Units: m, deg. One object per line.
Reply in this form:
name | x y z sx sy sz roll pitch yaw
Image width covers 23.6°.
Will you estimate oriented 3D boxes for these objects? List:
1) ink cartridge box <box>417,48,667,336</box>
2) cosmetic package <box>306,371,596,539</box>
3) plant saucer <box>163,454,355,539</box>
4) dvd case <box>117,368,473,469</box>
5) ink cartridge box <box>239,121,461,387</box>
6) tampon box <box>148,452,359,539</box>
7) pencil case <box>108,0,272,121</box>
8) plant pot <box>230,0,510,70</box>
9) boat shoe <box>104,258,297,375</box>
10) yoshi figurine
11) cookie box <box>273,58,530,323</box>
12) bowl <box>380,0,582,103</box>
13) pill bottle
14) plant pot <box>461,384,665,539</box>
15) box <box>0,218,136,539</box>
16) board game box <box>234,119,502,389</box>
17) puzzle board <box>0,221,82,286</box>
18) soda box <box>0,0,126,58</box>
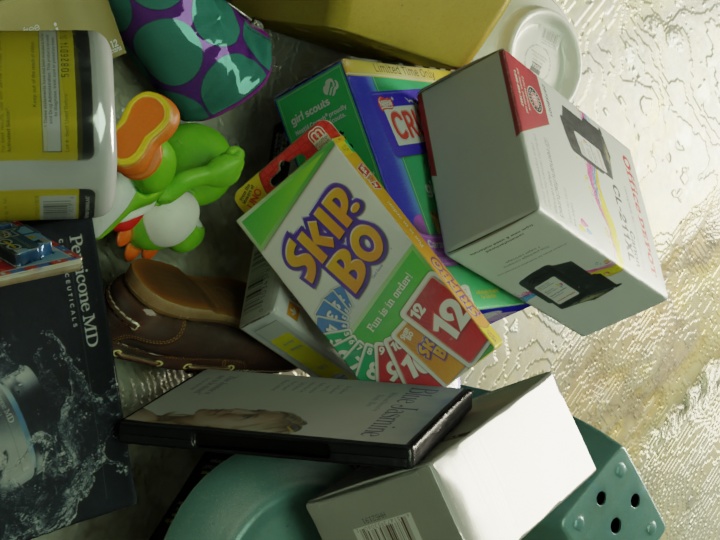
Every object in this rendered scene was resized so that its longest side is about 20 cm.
ink cartridge box | 0.140 -0.055 1.305 0.200 0.083 0.146 28 44 -48
cosmetic package | 0.066 0.145 1.161 0.200 0.107 0.090 -32 97 -59
plant saucer | -0.043 0.214 1.141 0.200 0.036 0.200 2 87 -37
dvd case | -0.040 0.095 1.137 0.143 0.200 0.018 -30 122 -69
ink cartridge box | 0.001 0.007 1.322 0.200 0.047 0.198 39 41 -35
tampon box | -0.050 0.196 1.255 0.126 0.150 0.200 46 63 -29
pencil case | -0.145 -0.205 1.211 0.092 0.085 0.200 -43 118 -15
plant pot | 0.011 -0.252 1.284 0.200 0.200 0.176 11 93 -40
boat shoe | -0.113 0.044 1.259 0.200 0.070 0.070 19 116 -45
yoshi figurine | -0.140 -0.080 1.177 0.200 0.112 0.112 62 4 -69
cookie box | 0.037 -0.052 1.300 0.171 0.075 0.200 -5 72 -57
bowl | 0.121 -0.170 1.433 0.201 0.094 0.201 -2 92 -41
pill bottle | -0.244 -0.083 1.003 0.200 0.112 0.112 -2 92 -11
plant pot | 0.128 0.191 1.374 0.141 0.200 0.141 -45 118 -30
box | -0.266 0.075 1.092 0.200 0.117 0.197 -14 100 -41
board game box | 0.000 0.000 1.195 0.200 0.096 0.030 53 21 5
puzzle board | -0.283 -0.024 1.024 0.151 0.200 0.017 -14 117 -40
soda box | -0.257 -0.137 1.126 0.200 0.068 0.064 -29 109 -36
